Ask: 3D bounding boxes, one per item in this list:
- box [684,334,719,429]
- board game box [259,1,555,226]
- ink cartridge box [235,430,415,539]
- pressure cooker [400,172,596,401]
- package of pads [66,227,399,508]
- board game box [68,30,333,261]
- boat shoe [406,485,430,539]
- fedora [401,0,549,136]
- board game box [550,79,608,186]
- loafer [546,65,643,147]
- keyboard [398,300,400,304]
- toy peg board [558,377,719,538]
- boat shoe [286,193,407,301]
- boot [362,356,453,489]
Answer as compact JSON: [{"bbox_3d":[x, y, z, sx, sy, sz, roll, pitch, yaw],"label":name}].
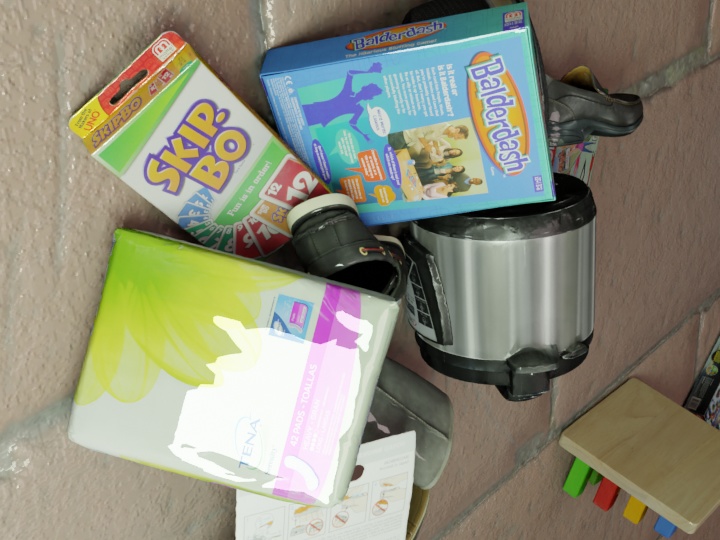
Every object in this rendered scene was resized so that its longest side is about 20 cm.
[{"bbox_3d":[0.609,0.187,1.736,0.200,0.040,0.137,-57,141,-19],"label":"box"},{"bbox_3d":[0.041,-0.111,0.796,0.045,0.199,0.152,-81,160,-50],"label":"board game box"},{"bbox_3d":[-0.040,0.221,0.830,0.160,0.047,0.201,-9,116,-30],"label":"ink cartridge box"},{"bbox_3d":[0.133,0.018,0.965,0.176,0.178,0.201,-32,125,-50],"label":"pressure cooker"},{"bbox_3d":[-0.088,0.069,0.715,0.068,0.199,0.155,-92,-163,-88],"label":"package of pads"},{"bbox_3d":[-0.105,-0.075,0.733,0.095,0.030,0.200,-41,137,5],"label":"board game box"},{"bbox_3d":[0.007,0.288,1.019,0.200,0.073,0.065,-55,151,-15],"label":"boat shoe"},{"bbox_3d":[0.084,-0.159,0.881,0.091,0.201,0.201,-12,118,-12],"label":"fedora"},{"bbox_3d":[0.210,-0.106,1.136,0.134,0.029,0.201,-5,108,-51],"label":"board game box"},{"bbox_3d":[0.230,-0.172,1.057,0.200,0.073,0.073,-18,113,-47],"label":"loafer"},{"bbox_3d":[-0.028,0.036,0.917,0.200,0.011,0.056,-24,127,-44],"label":"keyboard"},{"bbox_3d":[0.386,0.267,1.381,0.200,0.199,0.098,-25,138,-43],"label":"toy peg board"},{"bbox_3d":[-0.003,0.001,0.833,0.073,0.063,0.201,-24,161,9],"label":"boat shoe"},{"bbox_3d":[-0.005,0.129,0.861,0.200,0.072,0.182,50,47,-36],"label":"boot"}]
